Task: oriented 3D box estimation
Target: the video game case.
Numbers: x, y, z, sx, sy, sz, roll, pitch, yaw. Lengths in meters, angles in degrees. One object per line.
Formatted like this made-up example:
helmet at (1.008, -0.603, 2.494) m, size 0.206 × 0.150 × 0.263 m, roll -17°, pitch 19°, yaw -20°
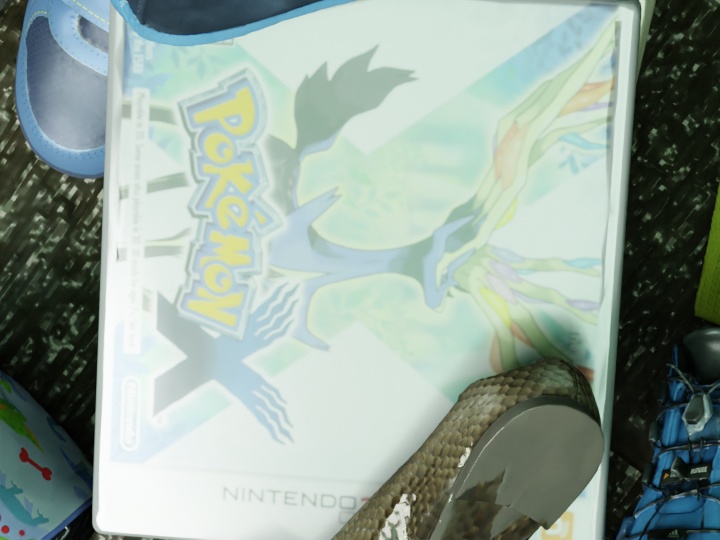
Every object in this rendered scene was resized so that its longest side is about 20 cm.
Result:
video game case at (0.000, 0.000, 0.955) m, size 0.181 × 0.022 × 0.201 m, roll 4°, pitch 100°, yaw 5°

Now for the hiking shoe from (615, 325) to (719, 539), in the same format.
hiking shoe at (0.122, 0.066, 0.970) m, size 0.074 × 0.200 × 0.087 m, roll -10°, pitch 112°, yaw 33°

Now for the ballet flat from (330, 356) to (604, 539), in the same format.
ballet flat at (0.011, 0.102, 0.944) m, size 0.067 × 0.046 × 0.200 m, roll 24°, pitch 118°, yaw -28°

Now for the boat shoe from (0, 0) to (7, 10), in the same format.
boat shoe at (-0.172, -0.103, 1.043) m, size 0.063 × 0.073 × 0.200 m, roll 35°, pitch 106°, yaw -4°

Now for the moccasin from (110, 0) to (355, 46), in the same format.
moccasin at (0.008, -0.134, 0.914) m, size 0.199 × 0.068 × 0.080 m, roll -29°, pitch 57°, yaw -25°

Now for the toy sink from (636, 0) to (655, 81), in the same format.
toy sink at (0.025, -0.025, 1.016) m, size 0.130 × 0.112 × 0.201 m, roll 12°, pitch 100°, yaw 4°

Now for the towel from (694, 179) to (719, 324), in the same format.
towel at (0.226, 0.007, 1.023) m, size 0.199 × 0.018 × 0.087 m, roll 16°, pitch 113°, yaw 14°

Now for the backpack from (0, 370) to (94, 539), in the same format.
backpack at (-0.203, 0.105, 1.027) m, size 0.200 × 0.183 × 0.147 m, roll -38°, pitch 91°, yaw -1°

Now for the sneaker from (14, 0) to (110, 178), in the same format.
sneaker at (-0.075, -0.124, 1.024) m, size 0.074 × 0.082 × 0.201 m, roll 28°, pitch 102°, yaw -2°
